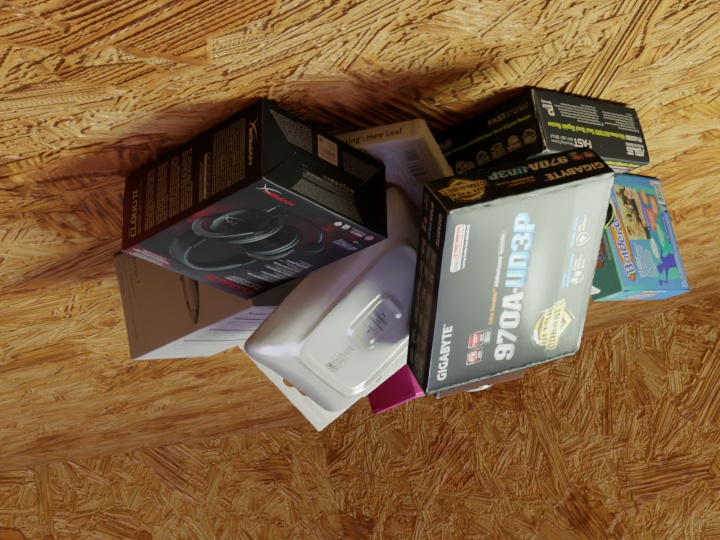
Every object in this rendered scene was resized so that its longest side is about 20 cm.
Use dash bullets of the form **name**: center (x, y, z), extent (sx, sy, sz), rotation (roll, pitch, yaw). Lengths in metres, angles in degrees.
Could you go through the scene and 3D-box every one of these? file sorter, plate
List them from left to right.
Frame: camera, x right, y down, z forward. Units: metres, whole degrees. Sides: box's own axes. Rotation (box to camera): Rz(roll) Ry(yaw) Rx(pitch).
- **plate**: center (0.007, 0.042, 1.180), extent (0.200, 0.032, 0.200), rotation (-46, 147, 0)
- **file sorter**: center (0.067, 0.063, 1.632), extent (0.124, 0.203, 0.139), rotation (-12, 170, -25)

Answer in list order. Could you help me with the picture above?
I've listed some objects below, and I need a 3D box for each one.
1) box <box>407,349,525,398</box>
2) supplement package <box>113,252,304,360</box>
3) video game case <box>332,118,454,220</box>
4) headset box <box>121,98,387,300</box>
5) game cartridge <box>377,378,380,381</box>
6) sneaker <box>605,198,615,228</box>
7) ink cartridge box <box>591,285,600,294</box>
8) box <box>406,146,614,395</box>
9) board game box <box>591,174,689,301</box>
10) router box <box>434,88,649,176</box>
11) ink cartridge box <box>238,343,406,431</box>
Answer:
- **box**: center (0.110, 0.014, 1.152), extent (0.099, 0.075, 0.202), rotation (-11, 129, -22)
- **supplement package**: center (-0.147, 0.011, 1.307), extent (0.199, 0.119, 0.116), rotation (-23, 163, 38)
- **video game case**: center (0.001, -0.066, 1.154), extent (0.179, 0.022, 0.200), rotation (-9, 153, 17)
- **headset box**: center (-0.097, -0.051, 1.069), extent (0.198, 0.078, 0.148), rotation (-23, 147, 36)
- **game cartridge**: center (-0.045, 0.036, 1.395), extent (0.197, 0.134, 0.041), rotation (15, 150, 20)
- **sneaker**: center (0.209, -0.039, 1.255), extent (0.071, 0.084, 0.199), rotation (-18, 169, 26)
- **ink cartridge box**: center (0.141, -0.007, 1.324), extent (0.198, 0.069, 0.115), rotation (-11, 155, 36)
- **box**: center (0.124, 0.002, 1.066), extent (0.157, 0.046, 0.202), rotation (-13, 131, -20)
- **board game box**: center (0.330, -0.042, 1.551), extent (0.045, 0.154, 0.199), rotation (-20, 167, 35)
- **router box**: center (0.168, -0.112, 1.225), extent (0.149, 0.063, 0.199), rotation (-22, 167, 39)
- **ink cartridge box**: center (-0.023, 0.070, 1.494), extent (0.199, 0.161, 0.050), rotation (-39, -158, 8)
